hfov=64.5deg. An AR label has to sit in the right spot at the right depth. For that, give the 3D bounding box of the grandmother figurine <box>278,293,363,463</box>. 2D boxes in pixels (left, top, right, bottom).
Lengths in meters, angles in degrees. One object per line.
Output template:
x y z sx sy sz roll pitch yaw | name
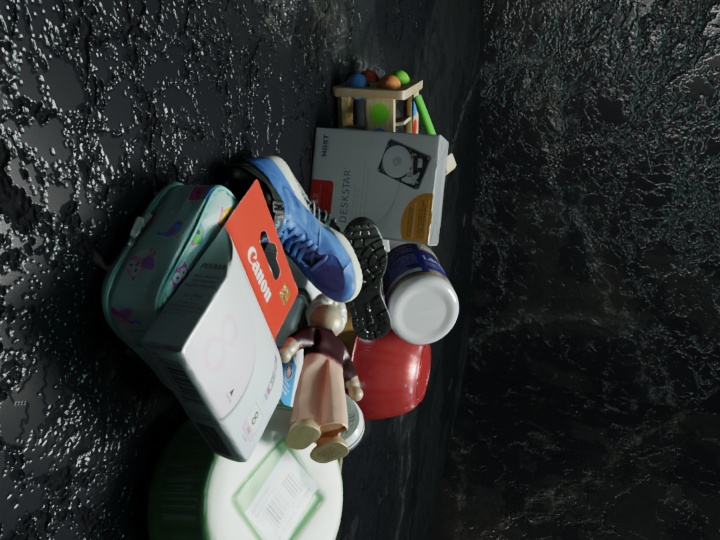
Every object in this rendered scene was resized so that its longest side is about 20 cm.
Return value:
-0.039 0.107 0.638 0.121 0.060 0.203 46 28 -34 | grandmother figurine

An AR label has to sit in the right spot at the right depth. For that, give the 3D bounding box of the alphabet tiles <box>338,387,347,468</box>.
-0.037 0.319 1.053 0.169 0.007 0.204 101 -3 -49 | alphabet tiles

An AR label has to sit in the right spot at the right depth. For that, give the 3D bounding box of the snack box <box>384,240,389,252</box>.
0.022 -0.069 1.018 0.200 0.024 0.074 -163 -113 -83 | snack box

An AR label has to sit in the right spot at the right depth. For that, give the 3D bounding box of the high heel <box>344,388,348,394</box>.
-0.058 0.269 0.941 0.199 0.066 0.099 -28 104 -64 | high heel

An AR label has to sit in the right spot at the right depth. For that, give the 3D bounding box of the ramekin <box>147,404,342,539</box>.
-0.110 0.237 0.596 0.197 0.096 0.206 18 63 -41 | ramekin

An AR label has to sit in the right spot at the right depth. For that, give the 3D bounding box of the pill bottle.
0.087 0.023 0.954 0.201 0.112 0.119 -104 -168 -64 | pill bottle

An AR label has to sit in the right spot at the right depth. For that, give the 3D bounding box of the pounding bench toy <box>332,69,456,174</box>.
0.065 -0.245 0.949 0.124 0.194 0.160 -50 144 -58 | pounding bench toy

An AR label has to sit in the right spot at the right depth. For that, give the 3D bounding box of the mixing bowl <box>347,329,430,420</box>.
0.059 0.165 0.978 0.199 0.105 0.207 7 90 -72 | mixing bowl

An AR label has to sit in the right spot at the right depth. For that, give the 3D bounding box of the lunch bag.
-0.157 0.027 0.548 0.202 0.075 0.163 73 32 -51 | lunch bag

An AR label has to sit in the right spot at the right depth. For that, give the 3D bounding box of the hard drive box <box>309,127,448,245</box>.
0.026 -0.128 0.872 0.077 0.194 0.161 -9 105 -71 | hard drive box

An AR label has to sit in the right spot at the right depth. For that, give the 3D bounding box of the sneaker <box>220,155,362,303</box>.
-0.084 -0.038 0.640 0.202 0.076 0.111 56 29 2 | sneaker

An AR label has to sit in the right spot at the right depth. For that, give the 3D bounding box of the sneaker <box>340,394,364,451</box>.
-0.044 0.214 0.788 0.078 0.199 0.081 -36 111 -21 | sneaker

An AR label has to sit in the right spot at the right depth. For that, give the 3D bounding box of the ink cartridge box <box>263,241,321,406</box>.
-0.097 0.080 0.748 0.146 0.082 0.204 72 30 -54 | ink cartridge box

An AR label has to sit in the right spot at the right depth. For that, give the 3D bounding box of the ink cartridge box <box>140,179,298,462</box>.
-0.100 0.043 0.526 0.165 0.056 0.202 76 34 -43 | ink cartridge box

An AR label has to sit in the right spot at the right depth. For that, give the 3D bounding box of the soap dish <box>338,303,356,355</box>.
-0.022 0.059 0.986 0.203 0.079 0.160 76 27 -46 | soap dish

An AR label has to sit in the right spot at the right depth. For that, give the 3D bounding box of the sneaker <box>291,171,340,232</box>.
-0.068 -0.064 0.782 0.202 0.083 0.079 71 32 -54 | sneaker

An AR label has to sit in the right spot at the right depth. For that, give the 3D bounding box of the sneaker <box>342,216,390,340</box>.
0.000 0.000 0.834 0.089 0.073 0.204 -99 -177 -53 | sneaker
